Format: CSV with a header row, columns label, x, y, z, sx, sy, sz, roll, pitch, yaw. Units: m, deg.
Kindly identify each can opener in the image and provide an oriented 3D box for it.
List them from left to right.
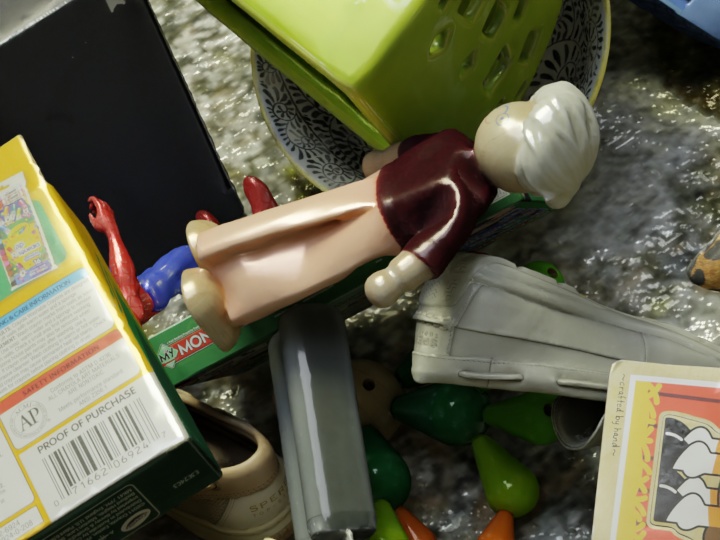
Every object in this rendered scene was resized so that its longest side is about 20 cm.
label,x,y,z,sx,sy,sz,roll,pitch,yaw
can opener,-0.002,0.112,1.131,0.066,0.053,0.200,-6,65,-18

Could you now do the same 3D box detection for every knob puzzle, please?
label,x,y,z,sx,sy,sz,roll,pitch,yaw
knob puzzle,0.197,0.132,1.065,0.219,0.030,0.220,-1,72,4

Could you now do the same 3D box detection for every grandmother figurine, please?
label,x,y,z,sx,sy,sz,roll,pitch,yaw
grandmother figurine,0.016,-0.027,1.115,0.200,0.061,0.121,-24,41,16

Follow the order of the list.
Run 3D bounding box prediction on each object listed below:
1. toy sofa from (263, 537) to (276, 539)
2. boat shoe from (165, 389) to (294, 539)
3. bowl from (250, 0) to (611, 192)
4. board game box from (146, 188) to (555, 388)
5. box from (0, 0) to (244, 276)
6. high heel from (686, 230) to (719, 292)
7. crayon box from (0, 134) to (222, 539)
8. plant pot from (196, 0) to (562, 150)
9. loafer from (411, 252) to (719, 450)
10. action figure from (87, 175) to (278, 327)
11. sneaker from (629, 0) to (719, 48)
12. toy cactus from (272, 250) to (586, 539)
label,x,y,z,sx,sy,sz,roll,pitch,yaw
toy sofa,-0.121,0.165,1.176,0.200,0.083,0.098,11,62,30
boat shoe,-0.115,0.082,1.268,0.200,0.065,0.071,14,54,32
bowl,0.048,-0.119,1.354,0.200,0.094,0.201,-3,81,18
board game box,0.000,0.000,1.234,0.200,0.135,0.029,-28,85,13
box,-0.184,-0.117,1.392,0.117,0.197,0.200,-34,45,-11
high heel,0.269,-0.004,1.192,0.199,0.072,0.143,-19,37,-9
crayon box,-0.165,0.048,1.178,0.126,0.052,0.200,-32,58,1
plant pot,0.010,-0.179,1.228,0.199,0.200,0.182,39,88,21
loafer,0.113,0.052,1.153,0.070,0.200,0.070,6,76,71
action figure,-0.127,-0.008,1.286,0.065,0.099,0.200,-36,7,36
sneaker,0.143,-0.203,1.366,0.078,0.200,0.070,-54,4,1
toy cactus,0.024,0.066,1.221,0.165,0.102,0.200,3,58,37
